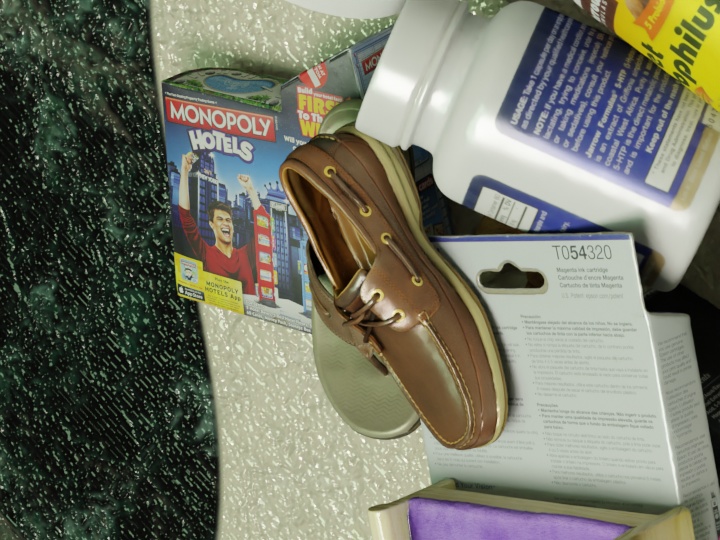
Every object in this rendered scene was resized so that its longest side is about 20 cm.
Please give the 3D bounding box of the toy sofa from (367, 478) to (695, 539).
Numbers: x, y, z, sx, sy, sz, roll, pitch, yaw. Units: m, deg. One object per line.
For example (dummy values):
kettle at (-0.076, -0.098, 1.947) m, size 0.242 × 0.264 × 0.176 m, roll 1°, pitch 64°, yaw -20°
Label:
toy sofa at (0.086, 0.173, 1.626) m, size 0.199 × 0.097 × 0.083 m, roll 3°, pitch 107°, yaw 47°

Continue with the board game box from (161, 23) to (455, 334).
board game box at (-0.027, -0.062, 1.838) m, size 0.199 × 0.062 × 0.201 m, roll 16°, pitch 120°, yaw 33°

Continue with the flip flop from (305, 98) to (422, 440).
flip flop at (0.000, 0.000, 1.740) m, size 0.081 × 0.058 × 0.201 m, roll -1°, pitch 94°, yaw 23°

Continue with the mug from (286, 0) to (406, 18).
mug at (0.022, -0.244, 1.663) m, size 0.199 × 0.148 × 0.176 m, roll 25°, pitch 123°, yaw -3°

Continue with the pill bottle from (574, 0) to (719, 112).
pill bottle at (0.187, -0.156, 1.583) m, size 0.200 × 0.109 × 0.110 m, roll 39°, pitch 131°, yaw 18°

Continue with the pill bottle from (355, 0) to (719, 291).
pill bottle at (0.105, -0.080, 1.641) m, size 0.199 × 0.120 × 0.120 m, roll 24°, pitch 128°, yaw 2°

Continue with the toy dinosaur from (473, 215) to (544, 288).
toy dinosaur at (0.089, -0.016, 1.765) m, size 0.106 × 0.060 × 0.200 m, roll 46°, pitch 109°, yaw 13°

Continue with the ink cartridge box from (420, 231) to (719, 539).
ink cartridge box at (0.110, 0.072, 1.665) m, size 0.196 × 0.043 × 0.201 m, roll 1°, pitch 104°, yaw 48°

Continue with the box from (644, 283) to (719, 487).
box at (0.208, 0.127, 1.712) m, size 0.200 × 0.104 × 0.148 m, roll 36°, pitch 130°, yaw 20°

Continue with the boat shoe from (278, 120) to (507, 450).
boat shoe at (0.014, 0.014, 1.666) m, size 0.072 × 0.067 × 0.201 m, roll -36°, pitch 77°, yaw 49°
